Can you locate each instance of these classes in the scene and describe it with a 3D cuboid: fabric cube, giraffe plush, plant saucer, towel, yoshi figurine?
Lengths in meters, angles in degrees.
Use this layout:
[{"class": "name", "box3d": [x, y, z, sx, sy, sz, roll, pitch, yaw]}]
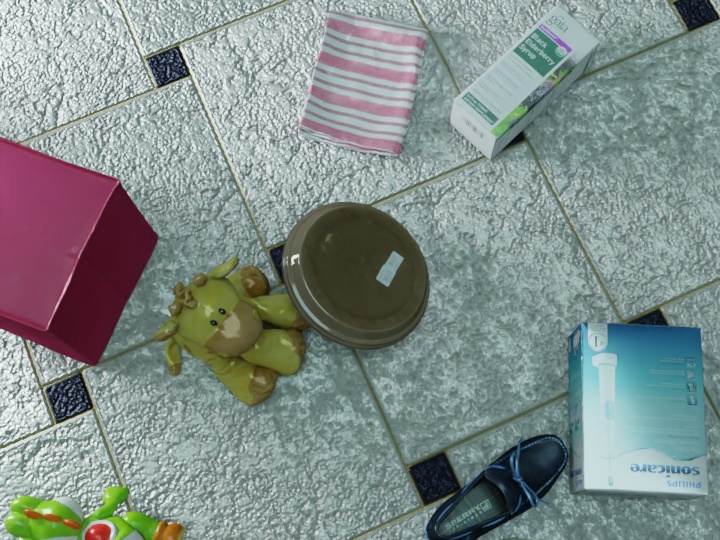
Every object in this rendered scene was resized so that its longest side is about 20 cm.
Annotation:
[{"class": "fabric cube", "box3d": [-0.391, -0.024, 1.211, 0.196, 0.199, 0.200, 21, 75, 8]}, {"class": "giraffe plush", "box3d": [-0.164, 0.058, 1.200, 0.199, 0.162, 0.173, 13, 74, 4]}, {"class": "plant saucer", "box3d": [0.000, 0.000, 1.246, 0.199, 0.029, 0.201, 10, 63, -20]}, {"class": "towel", "box3d": [0.005, -0.259, 1.360, 0.146, 0.030, 0.201, 12, 74, 4]}, {"class": "yoshi figurine", "box3d": [-0.316, 0.315, 1.180, 0.199, 0.112, 0.112, 20, 115, -8]}]

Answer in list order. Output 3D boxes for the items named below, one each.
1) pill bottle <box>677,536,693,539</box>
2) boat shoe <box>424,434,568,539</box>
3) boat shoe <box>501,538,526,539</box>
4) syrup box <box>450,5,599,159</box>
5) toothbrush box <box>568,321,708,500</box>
[{"class": "pill bottle", "box3d": [0.388, 0.407, 1.116, 0.110, 0.111, 0.200, -27, 75, -7]}, {"class": "boat shoe", "box3d": [0.169, 0.268, 1.182, 0.200, 0.069, 0.084, -40, 77, -10]}, {"class": "boat shoe", "box3d": [0.122, 0.373, 1.148, 0.200, 0.076, 0.072, -30, 75, -8]}, {"class": "syrup box", "box3d": [0.217, -0.249, 1.326, 0.200, 0.081, 0.079, -43, 78, -9]}, {"class": "toothbrush box", "box3d": [0.329, 0.170, 1.199, 0.146, 0.085, 0.201, 2, 73, 1]}]
